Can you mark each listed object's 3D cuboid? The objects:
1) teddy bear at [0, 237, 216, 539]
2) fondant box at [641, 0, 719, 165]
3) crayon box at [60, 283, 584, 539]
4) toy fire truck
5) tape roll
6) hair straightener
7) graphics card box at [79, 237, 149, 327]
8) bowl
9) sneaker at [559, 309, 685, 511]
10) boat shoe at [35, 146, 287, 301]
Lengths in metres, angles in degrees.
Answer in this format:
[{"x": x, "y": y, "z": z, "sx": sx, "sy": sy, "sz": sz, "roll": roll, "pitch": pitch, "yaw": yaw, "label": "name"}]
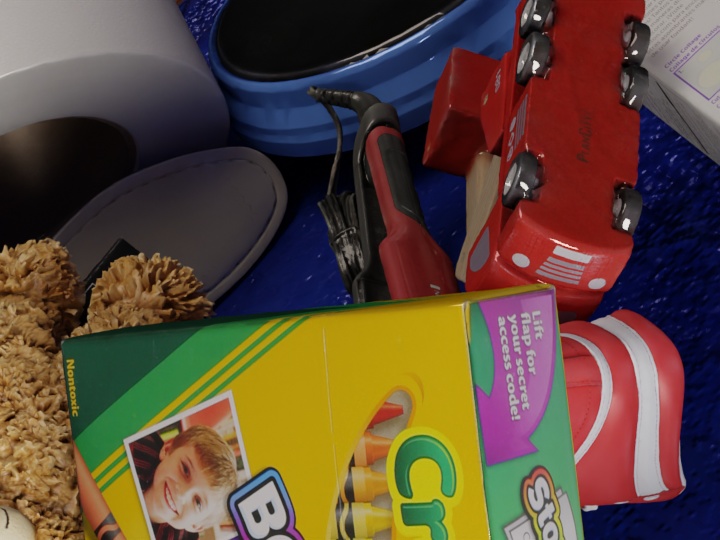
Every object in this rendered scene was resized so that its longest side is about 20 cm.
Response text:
[{"x": -0.121, "y": 0.063, "z": 0.972, "sx": 0.144, "sy": 0.067, "sz": 0.200, "roll": 23, "pitch": 53, "yaw": 13, "label": "teddy bear"}, {"x": 0.181, "y": -0.107, "z": 1.028, "sx": 0.144, "sy": 0.058, "sz": 0.200, "roll": -41, "pitch": 33, "yaw": 1, "label": "fondant box"}, {"x": -0.008, "y": 0.112, "z": 0.847, "sx": 0.172, "sy": 0.201, "sz": 0.058, "roll": -6, "pitch": 1, "yaw": 40, "label": "crayon box"}, {"x": 0.063, "y": -0.039, "z": 1.017, "sx": 0.141, "sy": 0.049, "sz": 0.201, "roll": 117, "pitch": 166, "yaw": -46, "label": "toy fire truck"}, {"x": -0.178, "y": -0.087, "z": 1.215, "sx": 0.202, "sy": 0.203, "sz": 0.140, "roll": -34, "pitch": 63, "yaw": 12, "label": "tape roll"}, {"x": 0.000, "y": 0.000, "z": 1.081, "sx": 0.077, "sy": 0.041, "sz": 0.201, "roll": -55, "pitch": 37, "yaw": 34, "label": "hair straightener"}, {"x": -0.152, "y": 0.090, "z": 1.072, "sx": 0.200, "sy": 0.051, "sz": 0.126, "roll": -55, "pitch": 3, "yaw": -35, "label": "graphics card box"}, {"x": 0.017, "y": -0.132, "z": 1.224, "sx": 0.200, "sy": 0.039, "sz": 0.201, "roll": -24, "pitch": 29, "yaw": 14, "label": "bowl"}, {"x": 0.046, "y": 0.071, "z": 0.950, "sx": 0.200, "sy": 0.112, "sz": 0.072, "roll": -44, "pitch": 59, "yaw": 60, "label": "sneaker"}, {"x": -0.124, "y": 0.007, "z": 1.209, "sx": 0.200, "sy": 0.072, "sz": 0.060, "roll": -37, "pitch": 13, "yaw": -9, "label": "boat shoe"}]
